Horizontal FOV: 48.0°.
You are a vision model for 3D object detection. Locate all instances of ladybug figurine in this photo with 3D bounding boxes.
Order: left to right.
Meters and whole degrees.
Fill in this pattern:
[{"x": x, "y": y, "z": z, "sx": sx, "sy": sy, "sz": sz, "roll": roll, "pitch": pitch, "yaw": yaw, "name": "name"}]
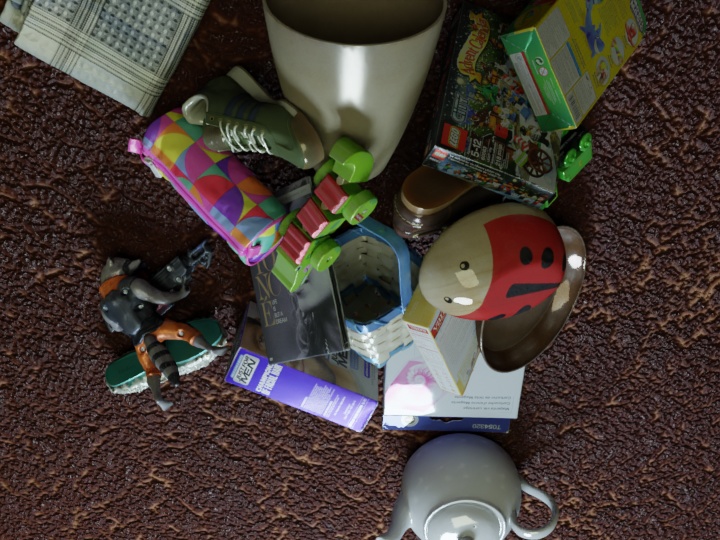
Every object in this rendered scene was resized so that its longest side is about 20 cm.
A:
[{"x": 0.151, "y": -0.002, "z": 0.857, "sx": 0.198, "sy": 0.072, "sz": 0.137, "roll": -9, "pitch": 130, "yaw": -36, "name": "ladybug figurine"}]

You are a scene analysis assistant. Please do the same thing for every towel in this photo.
[{"x": -0.281, "y": -0.296, "z": 0.888, "sx": 0.198, "sy": 0.035, "sz": 0.193, "roll": 30, "pitch": 116, "yaw": -15, "name": "towel"}]

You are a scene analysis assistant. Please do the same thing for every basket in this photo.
[{"x": 0.000, "y": 0.000, "z": 0.975, "sx": 0.139, "sy": 0.176, "sz": 0.201, "roll": -38, "pitch": 141, "yaw": -19, "name": "basket"}]

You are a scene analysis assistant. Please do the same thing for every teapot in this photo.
[{"x": 0.154, "y": 0.351, "z": 1.191, "sx": 0.196, "sy": 0.147, "sz": 0.200, "roll": 35, "pitch": 114, "yaw": -18, "name": "teapot"}]

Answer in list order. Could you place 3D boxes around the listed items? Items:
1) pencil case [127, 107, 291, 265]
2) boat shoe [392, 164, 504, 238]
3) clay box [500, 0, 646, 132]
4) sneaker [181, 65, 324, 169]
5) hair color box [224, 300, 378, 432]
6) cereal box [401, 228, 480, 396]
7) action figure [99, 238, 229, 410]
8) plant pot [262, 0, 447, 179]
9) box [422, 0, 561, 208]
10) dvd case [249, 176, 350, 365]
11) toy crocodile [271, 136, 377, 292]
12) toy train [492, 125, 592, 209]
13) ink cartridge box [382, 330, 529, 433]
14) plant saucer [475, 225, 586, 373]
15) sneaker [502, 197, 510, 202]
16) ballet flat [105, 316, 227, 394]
[{"x": -0.170, "y": -0.097, "z": 0.933, "sx": 0.200, "sy": 0.088, "sz": 0.089, "roll": 42, "pitch": 116, "yaw": 10, "name": "pencil case"}, {"x": 0.117, "y": -0.097, "z": 0.878, "sx": 0.198, "sy": 0.071, "sz": 0.071, "roll": -24, "pitch": 154, "yaw": -22, "name": "boat shoe"}, {"x": 0.230, "y": -0.250, "z": 0.847, "sx": 0.047, "sy": 0.200, "sz": 0.116, "roll": 0, "pitch": 130, "yaw": 47, "name": "clay box"}, {"x": -0.124, "y": -0.150, "z": 0.870, "sx": 0.089, "sy": 0.200, "sz": 0.068, "roll": -31, "pitch": 137, "yaw": -17, "name": "sneaker"}, {"x": -0.075, "y": 0.128, "z": 1.087, "sx": 0.198, "sy": 0.110, "sz": 0.065, "roll": 22, "pitch": 119, "yaw": -12, "name": "hair color box"}, {"x": 0.116, "y": 0.047, "z": 0.978, "sx": 0.039, "sy": 0.145, "sz": 0.201, "roll": 15, "pitch": 156, "yaw": 27, "name": "cereal box"}, {"x": -0.258, "y": 0.050, "z": 1.038, "sx": 0.200, "sy": 0.104, "sz": 0.194, "roll": -45, "pitch": 82, "yaw": 18, "name": "action figure"}, {"x": -0.011, "y": -0.201, "z": 0.871, "sx": 0.184, "sy": 0.189, "sz": 0.202, "roll": 3, "pitch": 135, "yaw": -1, "name": "plant pot"}, {"x": 0.149, "y": -0.179, "z": 0.861, "sx": 0.135, "sy": 0.202, "sz": 0.038, "roll": 19, "pitch": 152, "yaw": -11, "name": "box"}, {"x": -0.083, "y": 0.005, "z": 0.967, "sx": 0.148, "sy": 0.016, "sz": 0.203, "roll": -16, "pitch": 84, "yaw": 47, "name": "dvd case"}, {"x": -0.044, "y": -0.055, "z": 0.865, "sx": 0.068, "sy": 0.061, "sz": 0.201, "roll": 48, "pitch": 125, "yaw": 15, "name": "toy crocodile"}, {"x": 0.201, "y": -0.092, "z": 0.934, "sx": 0.200, "sy": 0.042, "sz": 0.057, "roll": -44, "pitch": 142, "yaw": -17, "name": "toy train"}, {"x": 0.129, "y": 0.161, "z": 1.143, "sx": 0.193, "sy": 0.043, "sz": 0.203, "roll": 1, "pitch": 119, "yaw": 0, "name": "ink cartridge box"}, {"x": 0.208, "y": 0.032, "z": 1.014, "sx": 0.199, "sy": 0.034, "sz": 0.203, "roll": -26, "pitch": 131, "yaw": -33, "name": "plant saucer"}, {"x": 0.141, "y": -0.103, "z": 0.979, "sx": 0.092, "sy": 0.071, "sz": 0.202, "roll": 2, "pitch": 119, "yaw": 9, "name": "sneaker"}, {"x": -0.260, "y": 0.121, "z": 1.121, "sx": 0.198, "sy": 0.072, "sz": 0.072, "roll": -21, "pitch": 118, "yaw": 15, "name": "ballet flat"}]
